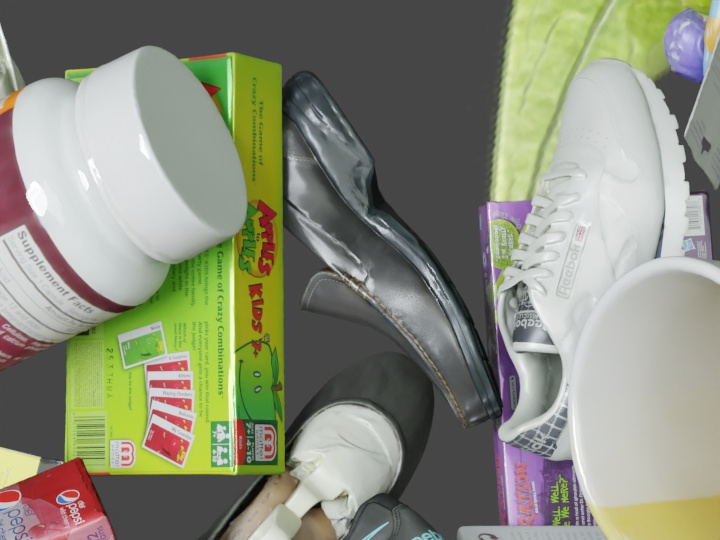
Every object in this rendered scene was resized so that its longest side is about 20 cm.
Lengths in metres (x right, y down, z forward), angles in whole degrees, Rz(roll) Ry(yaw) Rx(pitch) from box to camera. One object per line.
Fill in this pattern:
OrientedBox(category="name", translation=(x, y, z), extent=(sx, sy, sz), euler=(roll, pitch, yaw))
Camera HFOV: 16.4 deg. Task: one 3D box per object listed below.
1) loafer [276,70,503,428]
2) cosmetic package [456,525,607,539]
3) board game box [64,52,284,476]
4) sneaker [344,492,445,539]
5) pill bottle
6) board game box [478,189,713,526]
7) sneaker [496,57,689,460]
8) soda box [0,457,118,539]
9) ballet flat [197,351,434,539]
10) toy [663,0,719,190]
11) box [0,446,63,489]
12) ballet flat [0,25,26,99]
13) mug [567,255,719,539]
OrientedBox(category="loafer", translation=(0.000, 0.000, 1.259), extent=(0.072, 0.073, 0.201), euler=(-33, 81, -1))
OrientedBox(category="cosmetic package", translation=(0.146, 0.186, 1.242), extent=(0.198, 0.071, 0.102), euler=(0, 111, -9))
OrientedBox(category="board game box", translation=(-0.092, 0.000, 1.227), extent=(0.101, 0.048, 0.202), euler=(-3, 85, 29))
OrientedBox(category="sneaker", translation=(-0.012, 0.194, 1.214), extent=(0.079, 0.075, 0.200), euler=(51, 119, 28))
OrientedBox(category="pill bottle", translation=(-0.161, -0.020, 1.170), extent=(0.199, 0.114, 0.115), euler=(-25, 89, 20))
OrientedBox(category="board game box", translation=(0.127, 0.062, 1.288), extent=(0.119, 0.032, 0.202), euler=(-2, 86, -11))
OrientedBox(category="sneaker", translation=(0.110, -0.007, 1.233), extent=(0.080, 0.076, 0.202), euler=(3, 83, -22))
OrientedBox(category="soda box", translation=(-0.126, 0.194, 1.180), extent=(0.070, 0.063, 0.201), euler=(-21, 117, -8))
OrientedBox(category="ballet flat", translation=(-0.029, 0.123, 1.240), extent=(0.068, 0.068, 0.200), euler=(41, 81, -3))
OrientedBox(category="toy", translation=(0.187, -0.154, 1.282), extent=(0.047, 0.115, 0.201), euler=(18, 84, 20))
OrientedBox(category="box", translation=(-0.246, 0.093, 1.209), extent=(0.199, 0.075, 0.050), euler=(14, 82, -6))
OrientedBox(category="ballet flat", translation=(-0.202, -0.110, 1.236), extent=(0.069, 0.069, 0.201), euler=(-13, 88, -9))
OrientedBox(category="mug", translation=(0.198, 0.084, 1.181), extent=(0.152, 0.149, 0.188), euler=(-3, 110, -38))
